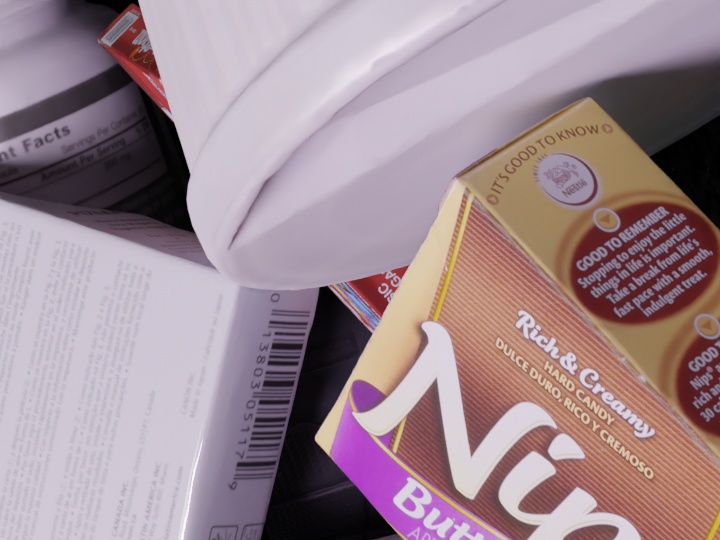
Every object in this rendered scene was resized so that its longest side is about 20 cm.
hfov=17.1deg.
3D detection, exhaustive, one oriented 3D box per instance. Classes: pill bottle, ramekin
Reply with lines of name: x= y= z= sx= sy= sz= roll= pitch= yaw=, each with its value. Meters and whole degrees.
pill bottle: x=-0.122 y=-0.029 z=0.883 sx=0.113 sy=0.114 sz=0.201 roll=-3 pitch=111 yaw=51
ramekin: x=0.033 y=-0.083 z=0.601 sx=0.202 sy=0.201 sz=0.095 roll=-44 pitch=68 yaw=53

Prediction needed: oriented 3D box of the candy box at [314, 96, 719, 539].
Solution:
candy box: x=0.085 y=0.070 z=0.578 sx=0.200 sy=0.056 sz=0.117 roll=47 pitch=142 yaw=15

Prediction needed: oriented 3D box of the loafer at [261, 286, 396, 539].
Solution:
loafer: x=-0.015 y=0.032 z=0.851 sx=0.063 sy=0.071 sz=0.201 roll=-106 pitch=6 yaw=-61

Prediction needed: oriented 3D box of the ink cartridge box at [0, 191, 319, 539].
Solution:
ink cartridge box: x=-0.119 y=0.054 z=0.809 sx=0.199 sy=0.057 sz=0.164 roll=18 pitch=98 yaw=37

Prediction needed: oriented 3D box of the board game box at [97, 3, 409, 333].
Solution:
board game box: x=0.000 y=0.000 z=0.740 sx=0.200 sy=0.019 sz=0.103 roll=47 pitch=177 yaw=-20

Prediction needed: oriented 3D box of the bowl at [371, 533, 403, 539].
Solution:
bowl: x=0.022 y=0.177 z=0.834 sx=0.199 sy=0.075 sz=0.201 roll=-21 pitch=110 yaw=32
